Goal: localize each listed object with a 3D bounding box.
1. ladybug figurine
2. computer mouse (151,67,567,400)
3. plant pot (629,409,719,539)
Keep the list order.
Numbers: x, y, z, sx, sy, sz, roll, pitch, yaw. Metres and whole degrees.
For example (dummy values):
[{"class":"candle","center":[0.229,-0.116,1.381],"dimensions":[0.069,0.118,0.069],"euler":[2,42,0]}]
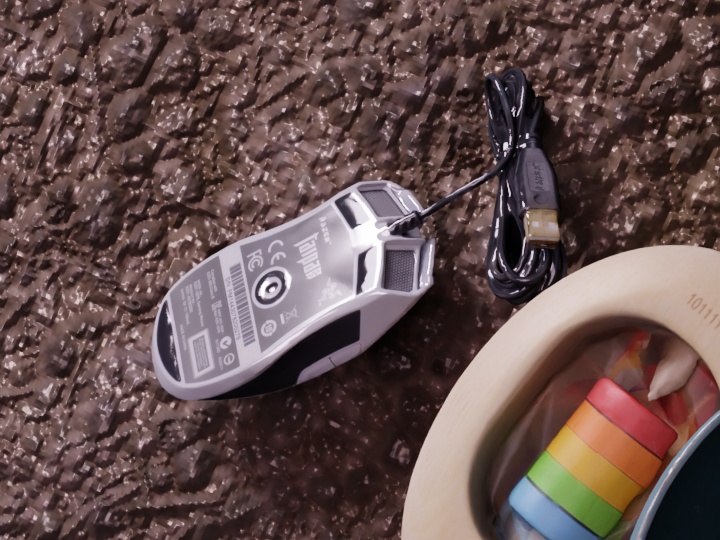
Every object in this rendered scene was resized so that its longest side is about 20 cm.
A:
[{"class":"ladybug figurine","center":[0.098,0.082,0.934],"dimensions":[0.136,0.072,0.200],"euler":[44,97,21]},{"class":"computer mouse","center":[0.000,0.000,0.998],"dimensions":[0.199,0.044,0.110],"euler":[-27,52,18]},{"class":"plant pot","center":[0.177,0.129,0.817],"dimensions":[0.198,0.135,0.202],"euler":[0,84,-4]}]
